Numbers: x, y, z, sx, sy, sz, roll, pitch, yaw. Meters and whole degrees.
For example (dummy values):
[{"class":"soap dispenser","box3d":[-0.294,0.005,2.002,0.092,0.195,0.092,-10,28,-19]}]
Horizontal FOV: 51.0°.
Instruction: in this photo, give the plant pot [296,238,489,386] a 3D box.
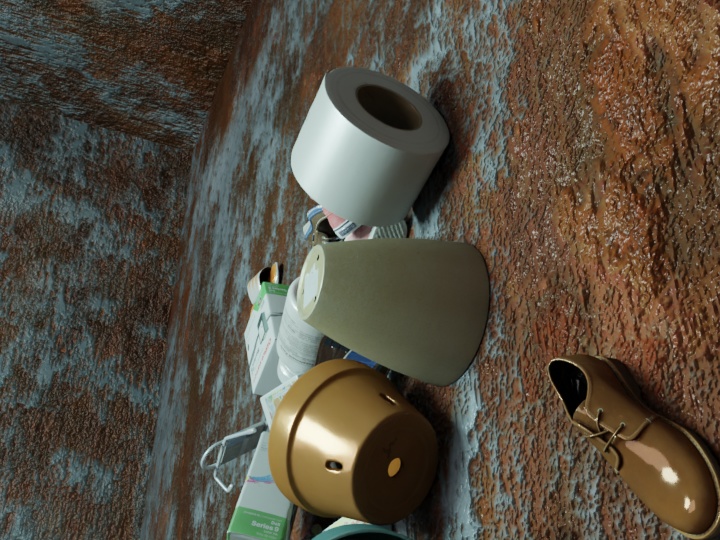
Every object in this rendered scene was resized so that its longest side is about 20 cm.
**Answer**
[{"class":"plant pot","box3d":[0.027,0.037,0.946,0.187,0.198,0.190,-168,90,-68]}]

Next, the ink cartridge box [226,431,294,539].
[{"class":"ink cartridge box","box3d":[-0.147,0.380,1.185,0.201,0.086,0.147,-78,-1,-55]}]

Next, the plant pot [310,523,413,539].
[{"class":"plant pot","box3d":[-0.005,0.381,0.852,0.161,0.198,0.203,144,136,-77]}]

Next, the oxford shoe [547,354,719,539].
[{"class":"oxford shoe","box3d":[0.211,0.136,0.606,0.072,0.071,0.200,-67,25,19]}]

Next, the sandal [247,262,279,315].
[{"class":"sandal","box3d":[-0.248,0.059,1.817,0.207,0.059,0.080,124,150,-42]}]

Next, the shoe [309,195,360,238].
[{"class":"shoe","box3d":[-0.022,-0.125,1.217,0.071,0.091,0.200,-34,10,21]}]

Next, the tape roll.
[{"class":"tape roll","box3d":[0.013,-0.183,1.106,0.204,0.201,0.140,-100,32,-45]}]

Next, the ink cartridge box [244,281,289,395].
[{"class":"ink cartridge box","box3d":[-0.172,0.141,1.545,0.201,0.083,0.147,-112,40,-55]}]

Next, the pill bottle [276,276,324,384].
[{"class":"pill bottle","box3d":[-0.084,0.113,1.287,0.115,0.113,0.201,-100,21,-46]}]

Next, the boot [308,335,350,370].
[{"class":"boot","box3d":[-0.026,0.155,1.175,0.201,0.074,0.098,-55,-35,-35]}]

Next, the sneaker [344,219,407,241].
[{"class":"sneaker","box3d":[0.000,0.000,1.189,0.202,0.075,0.105,-63,22,-2]}]

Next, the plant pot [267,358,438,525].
[{"class":"plant pot","box3d":[0.003,0.225,0.940,0.139,0.199,0.203,13,90,52]}]

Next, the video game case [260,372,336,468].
[{"class":"video game case","box3d":[-0.108,0.284,1.289,0.200,0.023,0.184,-38,68,58]}]

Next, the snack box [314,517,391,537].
[{"class":"snack box","box3d":[-0.013,0.408,1.057,0.200,0.037,0.117,128,147,-48]}]

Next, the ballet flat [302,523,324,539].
[{"class":"ballet flat","box3d":[-0.085,0.482,1.149,0.069,0.070,0.202,121,153,-44]}]

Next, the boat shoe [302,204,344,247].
[{"class":"boat shoe","box3d":[-0.058,-0.077,1.402,0.200,0.072,0.073,126,123,-75]}]

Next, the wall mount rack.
[{"class":"wall mount rack","box3d":[-0.204,0.331,1.452,0.074,0.199,0.175,36,121,27]}]

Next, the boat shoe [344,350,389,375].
[{"class":"boat shoe","box3d":[-0.003,0.177,1.071,0.072,0.072,0.201,8,55,54]}]
